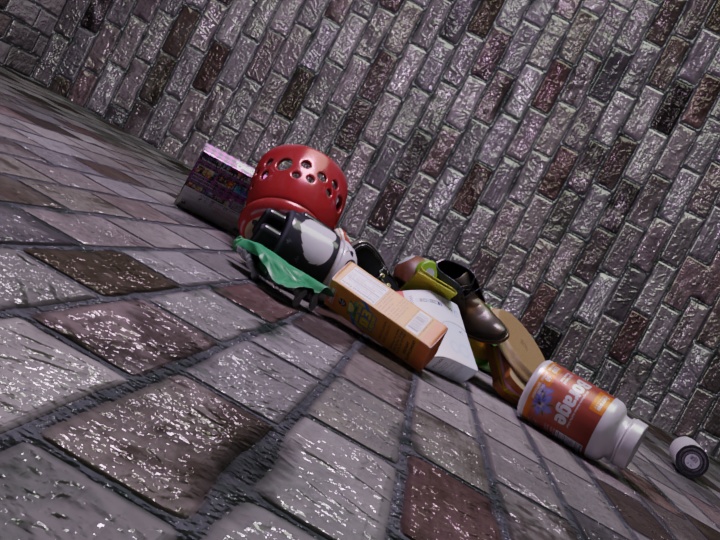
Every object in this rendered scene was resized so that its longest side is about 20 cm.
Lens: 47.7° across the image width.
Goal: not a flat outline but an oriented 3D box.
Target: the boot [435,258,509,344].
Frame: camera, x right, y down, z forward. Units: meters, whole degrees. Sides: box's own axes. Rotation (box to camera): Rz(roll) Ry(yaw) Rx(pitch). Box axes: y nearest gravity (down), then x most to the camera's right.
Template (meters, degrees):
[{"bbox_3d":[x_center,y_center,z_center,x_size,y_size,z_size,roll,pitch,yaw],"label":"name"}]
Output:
[{"bbox_3d":[0.200,0.057,1.521,0.200,0.074,0.098,37,-30,47],"label":"boot"}]

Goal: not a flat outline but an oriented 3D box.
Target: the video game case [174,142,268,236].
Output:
[{"bbox_3d":[-0.283,-0.164,1.773,0.198,0.181,0.036,27,45,-15],"label":"video game case"}]

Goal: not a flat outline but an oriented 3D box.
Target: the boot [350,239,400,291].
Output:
[{"bbox_3d":[0.053,0.047,1.525,0.154,0.073,0.205,41,-22,59],"label":"boot"}]

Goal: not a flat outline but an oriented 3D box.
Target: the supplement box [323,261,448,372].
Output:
[{"bbox_3d":[0.039,0.073,1.317,0.199,0.067,0.069,35,45,17],"label":"supplement box"}]

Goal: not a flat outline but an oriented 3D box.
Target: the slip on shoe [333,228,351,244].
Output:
[{"bbox_3d":[0.000,0.000,1.625,0.202,0.061,0.074,62,-10,-18],"label":"slip on shoe"}]

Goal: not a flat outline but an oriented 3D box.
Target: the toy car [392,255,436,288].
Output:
[{"bbox_3d":[0.056,0.028,1.866,0.198,0.160,0.164,15,-6,-15],"label":"toy car"}]

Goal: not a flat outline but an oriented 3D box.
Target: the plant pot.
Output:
[{"bbox_3d":[-0.136,-0.118,1.627,0.199,0.201,0.184,27,48,-16],"label":"plant pot"}]

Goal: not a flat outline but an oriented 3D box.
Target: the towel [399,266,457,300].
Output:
[{"bbox_3d":[0.121,0.047,1.562,0.085,0.018,0.200,29,-21,-2],"label":"towel"}]

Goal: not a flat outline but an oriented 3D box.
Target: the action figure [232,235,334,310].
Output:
[{"bbox_3d":[-0.146,-0.003,1.323,0.199,0.055,0.118,36,9,37],"label":"action figure"}]

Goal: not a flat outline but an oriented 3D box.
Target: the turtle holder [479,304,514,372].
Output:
[{"bbox_3d":[0.329,0.174,1.852,0.185,0.142,0.131,30,2,44],"label":"turtle holder"}]

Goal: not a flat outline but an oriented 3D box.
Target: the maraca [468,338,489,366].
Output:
[{"bbox_3d":[0.191,0.135,1.601,0.137,0.107,0.199,44,18,27],"label":"maraca"}]

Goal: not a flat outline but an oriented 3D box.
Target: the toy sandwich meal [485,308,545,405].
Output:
[{"bbox_3d":[0.293,0.168,1.580,0.205,0.070,0.206,42,24,-24],"label":"toy sandwich meal"}]

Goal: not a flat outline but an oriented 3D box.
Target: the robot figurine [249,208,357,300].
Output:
[{"bbox_3d":[-0.100,-0.030,1.456,0.199,0.152,0.125,30,-9,-16],"label":"robot figurine"}]

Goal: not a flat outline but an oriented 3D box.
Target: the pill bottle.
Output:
[{"bbox_3d":[0.377,0.247,1.380,0.199,0.113,0.112,30,4,26],"label":"pill bottle"}]

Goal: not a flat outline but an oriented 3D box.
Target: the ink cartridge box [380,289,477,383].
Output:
[{"bbox_3d":[0.107,0.093,1.416,0.199,0.047,0.161,29,33,-33],"label":"ink cartridge box"}]

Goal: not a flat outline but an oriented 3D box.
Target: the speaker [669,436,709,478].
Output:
[{"bbox_3d":[0.828,0.469,2.057,0.081,0.082,0.200,29,3,18],"label":"speaker"}]
